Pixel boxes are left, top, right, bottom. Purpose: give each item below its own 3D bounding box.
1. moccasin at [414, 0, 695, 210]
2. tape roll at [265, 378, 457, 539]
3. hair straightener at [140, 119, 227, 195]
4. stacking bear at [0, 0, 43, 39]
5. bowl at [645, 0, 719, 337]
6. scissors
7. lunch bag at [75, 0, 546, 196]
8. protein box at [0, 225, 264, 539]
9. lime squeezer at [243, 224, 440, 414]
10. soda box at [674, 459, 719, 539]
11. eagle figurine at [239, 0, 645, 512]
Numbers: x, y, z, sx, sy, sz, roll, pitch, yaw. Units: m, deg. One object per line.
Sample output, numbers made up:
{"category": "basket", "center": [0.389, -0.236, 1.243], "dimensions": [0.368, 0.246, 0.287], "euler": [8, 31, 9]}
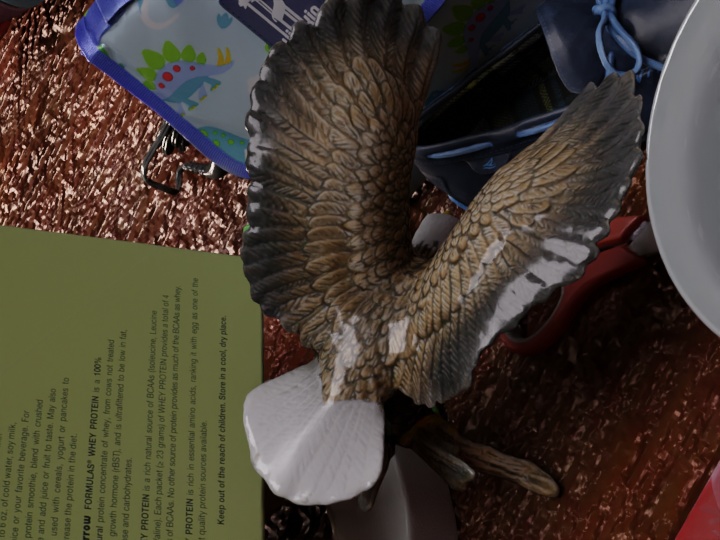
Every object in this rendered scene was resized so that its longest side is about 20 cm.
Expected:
{"category": "moccasin", "center": [0.104, -0.091, 0.880], "dimensions": [0.200, 0.068, 0.081], "euler": [-40, 45, 24]}
{"category": "tape roll", "center": [-0.035, 0.152, 0.974], "dimensions": [0.202, 0.037, 0.204], "euler": [-18, 65, 42]}
{"category": "hair straightener", "center": [-0.088, -0.109, 1.051], "dimensions": [0.041, 0.077, 0.200], "euler": [63, 150, 28]}
{"category": "stacking bear", "center": [-0.209, -0.243, 1.253], "dimensions": [0.200, 0.121, 0.114], "euler": [-38, 49, 22]}
{"category": "bowl", "center": [0.213, -0.049, 0.738], "dimensions": [0.201, 0.090, 0.202], "euler": [-19, 64, 43]}
{"category": "scissors", "center": [0.128, -0.020, 0.875], "dimensions": [0.200, 0.014, 0.074], "euler": [-27, 56, 40]}
{"category": "lunch bag", "center": [-0.011, -0.132, 0.926], "dimensions": [0.170, 0.199, 0.128], "euler": [-44, 48, 27]}
{"category": "protein box", "center": [-0.153, 0.097, 0.886], "dimensions": [0.135, 0.199, 0.199], "euler": [109, 163, -46]}
{"category": "lime squeezer", "center": [0.000, 0.000, 1.000], "dimensions": [0.200, 0.038, 0.071], "euler": [45, 141, 44]}
{"category": "soda box", "center": [0.202, 0.141, 0.703], "dimensions": [0.200, 0.063, 0.070], "euler": [38, 104, 47]}
{"category": "eagle figurine", "center": [0.024, -0.005, 0.845], "dimensions": [0.151, 0.151, 0.201], "euler": [-112, 27, -50]}
